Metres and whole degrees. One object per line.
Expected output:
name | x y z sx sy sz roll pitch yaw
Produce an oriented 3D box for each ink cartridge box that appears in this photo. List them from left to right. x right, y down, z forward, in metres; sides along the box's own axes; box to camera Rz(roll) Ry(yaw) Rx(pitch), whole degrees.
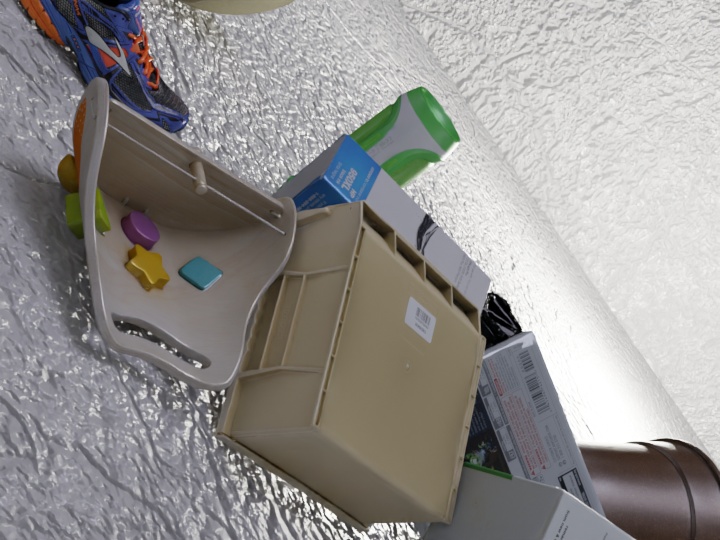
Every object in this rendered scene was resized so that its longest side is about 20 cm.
ink cartridge box | 0.000 0.000 1.263 0.200 0.144 0.084 44 35 -13
ink cartridge box | 0.172 0.246 1.115 0.199 0.084 0.146 36 -15 -25

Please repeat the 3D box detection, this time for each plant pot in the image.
plant pot | 0.241 0.258 1.414 0.197 0.201 0.201 14 37 -32

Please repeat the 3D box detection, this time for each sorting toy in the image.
sorting toy | -0.145 -0.006 1.003 0.199 0.106 0.181 32 37 -39

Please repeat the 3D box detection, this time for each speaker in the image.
speaker | 0.007 -0.109 1.475 0.089 0.199 0.089 49 16 -20

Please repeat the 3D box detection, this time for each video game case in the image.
video game case | 0.120 0.181 1.256 0.023 0.181 0.202 -17 -85 63

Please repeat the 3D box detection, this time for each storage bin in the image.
storage bin | 0.002 0.079 1.105 0.200 0.093 0.200 41 52 -42

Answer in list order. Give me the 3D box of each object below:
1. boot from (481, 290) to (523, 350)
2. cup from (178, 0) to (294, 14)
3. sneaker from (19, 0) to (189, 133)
boot | 0.090 0.087 1.393 0.073 0.162 0.198 47 14 3
cup | -0.163 -0.379 1.590 0.201 0.200 0.143 54 41 -5
sneaker | -0.216 -0.202 1.214 0.200 0.078 0.076 49 17 -24
